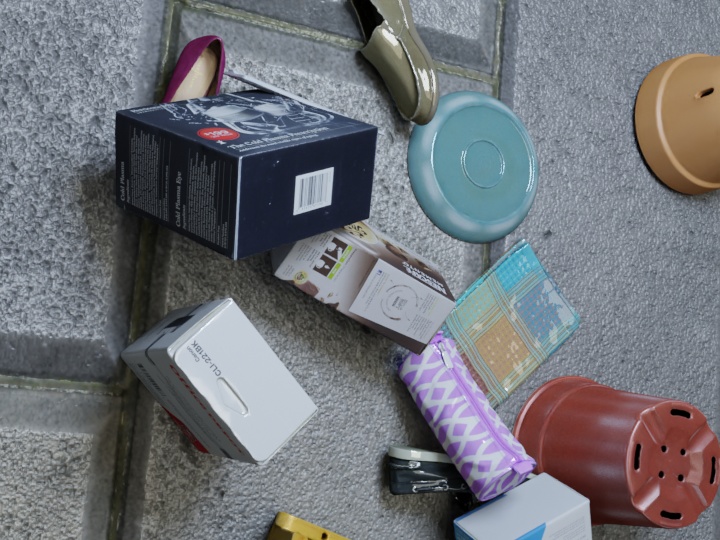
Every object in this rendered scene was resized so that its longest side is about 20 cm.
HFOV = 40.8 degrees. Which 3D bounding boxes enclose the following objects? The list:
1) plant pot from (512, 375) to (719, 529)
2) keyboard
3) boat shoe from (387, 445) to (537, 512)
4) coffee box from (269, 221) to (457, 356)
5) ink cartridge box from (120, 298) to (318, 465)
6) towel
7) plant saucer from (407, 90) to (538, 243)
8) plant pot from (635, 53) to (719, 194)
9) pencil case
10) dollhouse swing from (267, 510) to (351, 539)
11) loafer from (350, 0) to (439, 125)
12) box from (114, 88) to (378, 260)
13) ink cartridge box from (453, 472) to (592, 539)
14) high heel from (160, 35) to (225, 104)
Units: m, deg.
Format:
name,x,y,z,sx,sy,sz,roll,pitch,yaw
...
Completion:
name,x,y,z,sx,sy,sz,roll,pitch,yaw
plant pot,0.323,0.233,1.203,0.200,0.195,0.202,2,84,-26
keyboard,-0.062,-0.191,1.115,0.199,0.056,0.011,16,101,-36
boat shoe,0.122,0.257,1.171,0.199,0.074,0.066,14,83,-25
coffee box,0.000,0.000,1.104,0.199,0.113,0.080,30,106,-20
ink cartridge box,-0.148,0.112,0.983,0.084,0.200,0.145,-42,103,-23
towel,0.187,0.073,1.250,0.200,0.022,0.147,-41,102,-23
plant saucer,0.154,-0.136,1.252,0.199,0.027,0.201,3,84,-25
plant pot,0.509,-0.219,1.362,0.199,0.140,0.201,3,83,-25
pencil case,0.123,0.167,1.131,0.084,0.086,0.200,-13,59,-38
dollhouse swing,-0.052,0.376,1.018,0.181,0.176,0.201,28,73,-21
loafer,0.036,-0.269,1.186,0.067,0.076,0.201,-16,82,-25
box,-0.115,-0.106,0.985,0.200,0.182,0.105,-21,124,-47
ink cartridge box,0.201,0.368,1.159,0.145,0.084,0.201,-21,115,-26
high heel,-0.192,-0.156,1.046,0.067,0.096,0.201,11,80,-24
